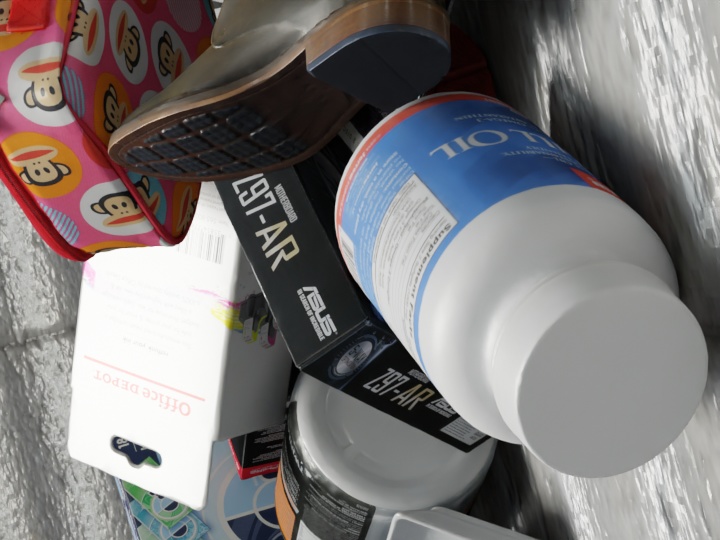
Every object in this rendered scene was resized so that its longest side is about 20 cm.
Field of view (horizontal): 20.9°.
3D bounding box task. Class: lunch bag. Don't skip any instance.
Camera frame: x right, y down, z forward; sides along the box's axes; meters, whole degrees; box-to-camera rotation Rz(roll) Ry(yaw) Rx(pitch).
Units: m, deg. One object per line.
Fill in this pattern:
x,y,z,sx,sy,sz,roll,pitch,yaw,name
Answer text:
-0.142,-0.124,1.017,0.176,0.081,0.201,61,-153,-48,lunch bag

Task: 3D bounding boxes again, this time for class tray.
0.062,0.181,1.119,0.200,0.107,0.022,101,-173,-64,tray

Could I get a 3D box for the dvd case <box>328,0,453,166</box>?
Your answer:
0.010,-0.158,0.940,0.149,0.016,0.201,53,132,50,dvd case

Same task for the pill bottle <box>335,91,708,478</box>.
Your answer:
0.068,0.005,0.831,0.200,0.112,0.113,-129,27,-60,pill bottle

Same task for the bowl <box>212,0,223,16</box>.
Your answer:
-0.082,-0.093,1.232,0.201,0.094,0.202,-6,-90,-76,bowl

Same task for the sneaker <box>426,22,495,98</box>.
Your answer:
0.030,-0.082,1.036,0.116,0.078,0.201,73,-178,-58,sneaker

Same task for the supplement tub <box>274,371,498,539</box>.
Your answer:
0.011,0.121,1.178,0.200,0.122,0.123,103,150,-64,supplement tub

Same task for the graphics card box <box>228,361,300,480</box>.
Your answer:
-0.022,0.064,1.253,0.200,0.125,0.051,100,154,-63,graphics card box

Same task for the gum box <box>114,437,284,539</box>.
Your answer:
-0.063,0.146,1.350,0.045,0.199,0.170,91,160,-49,gum box

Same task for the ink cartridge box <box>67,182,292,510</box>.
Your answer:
-0.099,0.023,1.126,0.115,0.068,0.201,17,106,33,ink cartridge box

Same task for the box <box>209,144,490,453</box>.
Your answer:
0.000,0.000,1.018,0.200,0.043,0.161,33,-153,-58,box

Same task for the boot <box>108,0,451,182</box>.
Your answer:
-0.038,-0.110,0.914,0.075,0.199,0.098,28,-127,-44,boot
